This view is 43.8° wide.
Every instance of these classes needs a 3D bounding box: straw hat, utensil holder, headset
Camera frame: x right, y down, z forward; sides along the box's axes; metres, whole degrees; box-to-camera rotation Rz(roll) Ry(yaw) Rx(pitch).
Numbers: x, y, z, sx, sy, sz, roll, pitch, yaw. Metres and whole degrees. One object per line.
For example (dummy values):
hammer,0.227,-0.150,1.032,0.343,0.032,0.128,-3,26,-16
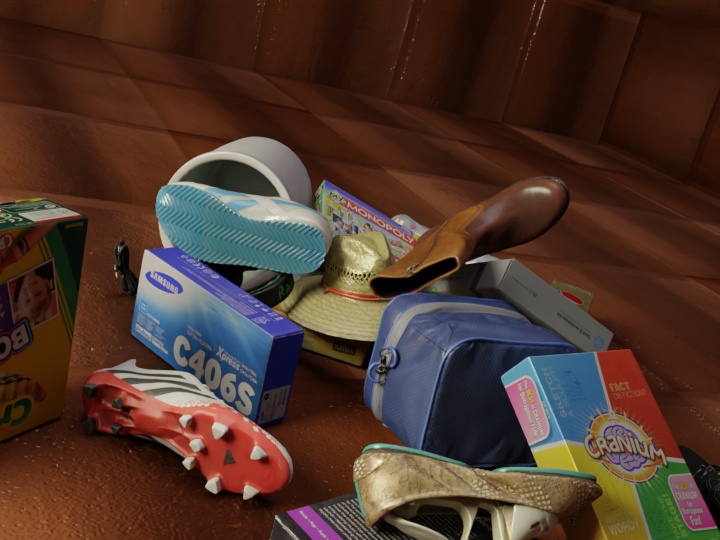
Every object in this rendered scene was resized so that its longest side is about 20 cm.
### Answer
straw hat,0.000,0.000,1.009,0.196,0.087,0.202,6,18,-2
utensil holder,-0.150,-0.080,1.155,0.167,0.173,0.200,16,15,1
headset,-0.172,0.003,0.987,0.196,0.096,0.124,-4,26,11

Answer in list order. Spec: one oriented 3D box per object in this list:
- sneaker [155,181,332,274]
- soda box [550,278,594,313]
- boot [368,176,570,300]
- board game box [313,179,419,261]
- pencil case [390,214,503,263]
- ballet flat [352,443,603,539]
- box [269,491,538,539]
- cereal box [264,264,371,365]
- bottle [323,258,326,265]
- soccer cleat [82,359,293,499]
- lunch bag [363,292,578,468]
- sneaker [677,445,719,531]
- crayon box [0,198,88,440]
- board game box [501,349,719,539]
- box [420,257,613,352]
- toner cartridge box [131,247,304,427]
sneaker,-0.127,-0.049,0.978,0.196,0.078,0.081,17,20,4
soda box,0.268,0.075,1.210,0.063,0.069,0.200,20,19,15
boot,0.118,-0.038,0.936,0.185,0.070,0.200,-15,6,24
board game box,0.026,-0.029,1.174,0.198,0.029,0.136,29,30,-18
pencil case,0.119,-0.011,1.306,0.198,0.085,0.090,26,6,26
ballet flat,0.089,0.179,0.675,0.195,0.071,0.066,7,61,-6
box,0.048,0.217,0.674,0.197,0.037,0.142,-4,27,-43
cereal box,-0.044,0.043,1.085,0.141,0.040,0.200,16,19,5
bottle,-0.019,-0.030,1.275,0.082,0.066,0.200,17,17,-19
soccer cleat,-0.137,0.123,0.741,0.196,0.070,0.085,17,22,16
lunch bag,0.096,0.103,0.874,0.197,0.139,0.132,7,16,-31
sneaker,0.360,0.217,0.857,0.072,0.084,0.200,7,19,-19
crayon box,-0.296,0.048,0.648,0.057,0.176,0.199,20,19,25
board game box,0.220,0.170,0.777,0.151,0.040,0.203,1,58,-39
box,0.169,0.048,1.034,0.155,0.042,0.199,35,-15,-19
toner cartridge box,-0.144,0.060,0.868,0.198,0.097,0.043,29,22,35
